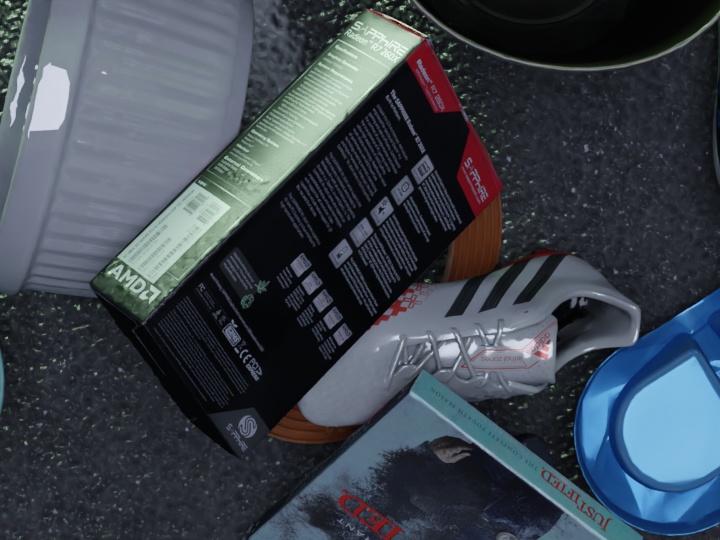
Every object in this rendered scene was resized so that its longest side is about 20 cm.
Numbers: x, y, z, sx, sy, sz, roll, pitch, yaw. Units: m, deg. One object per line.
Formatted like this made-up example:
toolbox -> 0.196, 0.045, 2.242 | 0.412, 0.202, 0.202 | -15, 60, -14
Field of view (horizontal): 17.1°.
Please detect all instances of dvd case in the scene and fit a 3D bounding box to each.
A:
dvd case -> 0.038, 0.143, 1.261 | 0.146, 0.200, 0.022 | 38, 50, -7

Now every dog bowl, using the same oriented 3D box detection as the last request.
dog bowl -> 0.207, 0.062, 1.321 | 0.200, 0.050, 0.112 | -33, 95, -1

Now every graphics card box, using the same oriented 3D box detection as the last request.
graphics card box -> -0.027, -0.017, 1.178 | 0.051, 0.126, 0.200 | 32, 73, 38

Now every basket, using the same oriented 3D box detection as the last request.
basket -> 0.088, -0.170, 1.222 | 0.180, 0.200, 0.137 | 9, 94, -5

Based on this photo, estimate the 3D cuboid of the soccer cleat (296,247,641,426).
soccer cleat -> 0.058, 0.039, 1.256 | 0.200, 0.085, 0.069 | -17, 120, -32

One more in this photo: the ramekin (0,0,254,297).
ramekin -> -0.125, -0.078, 1.225 | 0.105, 0.200, 0.201 | 13, 93, -13

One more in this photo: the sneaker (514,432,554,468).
sneaker -> 0.130, 0.178, 1.322 | 0.081, 0.074, 0.201 | -23, 101, -9

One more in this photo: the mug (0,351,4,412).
mug -> -0.288, 0.074, 1.238 | 0.185, 0.114, 0.152 | -26, 83, -39

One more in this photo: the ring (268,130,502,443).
ring -> 0.000, 0.000, 1.263 | 0.200, 0.019, 0.201 | -17, 120, -32

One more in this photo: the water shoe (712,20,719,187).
water shoe -> 0.223, -0.101, 1.275 | 0.071, 0.079, 0.201 | -7, 79, -1
